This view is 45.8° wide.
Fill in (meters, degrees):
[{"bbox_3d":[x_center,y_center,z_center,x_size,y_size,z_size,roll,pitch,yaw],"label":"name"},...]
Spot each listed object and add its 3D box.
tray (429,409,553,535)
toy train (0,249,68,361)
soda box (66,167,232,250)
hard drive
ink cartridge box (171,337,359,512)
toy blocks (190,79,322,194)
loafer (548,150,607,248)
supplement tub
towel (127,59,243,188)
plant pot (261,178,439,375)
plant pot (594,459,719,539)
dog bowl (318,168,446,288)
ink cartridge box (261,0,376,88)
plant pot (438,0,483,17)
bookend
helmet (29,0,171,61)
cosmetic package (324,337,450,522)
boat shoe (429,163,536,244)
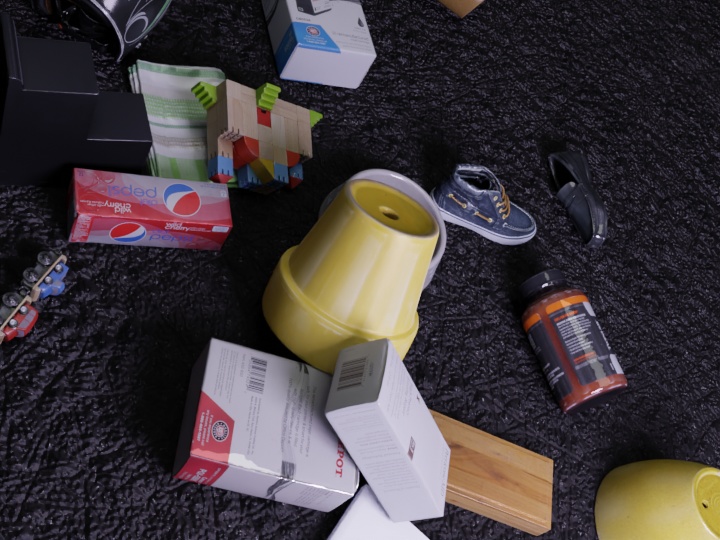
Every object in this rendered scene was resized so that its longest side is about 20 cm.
[{"bbox_3d":[0.162,0.266,1.122,0.197,0.037,0.100,23,52,-14],"label":"tray"},{"bbox_3d":[-0.386,0.052,0.950,0.046,0.034,0.201,34,50,-10],"label":"toy train"},{"bbox_3d":[-0.266,-0.075,1.079,0.197,0.063,0.071,3,59,-28],"label":"soda box"},{"bbox_3d":[0.002,0.366,0.975,0.132,0.025,0.200,41,50,0],"label":"hard drive"},{"bbox_3d":[-0.104,0.183,0.993,0.197,0.083,0.149,19,53,-19],"label":"ink cartridge box"},{"bbox_3d":[-0.138,-0.172,1.187,0.198,0.099,0.139,11,67,-43],"label":"toy blocks"},{"bbox_3d":[0.371,-0.124,1.470,0.069,0.068,0.203,4,54,-18],"label":"loafer"},{"bbox_3d":[0.307,0.101,1.262,0.106,0.107,0.203,-7,65,-32],"label":"supplement tub"},{"bbox_3d":[-0.238,-0.207,1.199,0.147,0.031,0.203,-3,63,-30],"label":"towel"},{"bbox_3d":[0.000,0.000,1.057,0.198,0.191,0.202,21,28,-12],"label":"plant pot"},{"bbox_3d":[0.443,0.341,1.163,0.197,0.142,0.203,14,55,-20],"label":"plant pot"},{"bbox_3d":[0.038,-0.061,1.244,0.197,0.059,0.203,15,54,-21],"label":"dog bowl"},{"bbox_3d":[-0.072,-0.407,1.384,0.143,0.084,0.203,0,61,-29],"label":"ink cartridge box"},{"bbox_3d":[0.169,-0.583,1.587,0.201,0.186,0.186,53,49,-8],"label":"plant pot"},{"bbox_3d":[-0.336,-0.195,1.026,0.196,0.200,0.093,-3,62,-30],"label":"bookend"},{"bbox_3d":[-0.346,-0.413,1.177,0.198,0.200,0.193,29,68,-10],"label":"helmet"},{"bbox_3d":[0.037,0.188,0.985,0.201,0.073,0.102,60,28,-32],"label":"cosmetic package"},{"bbox_3d":[0.211,-0.104,1.347,0.197,0.091,0.072,15,54,-21],"label":"boat shoe"}]
